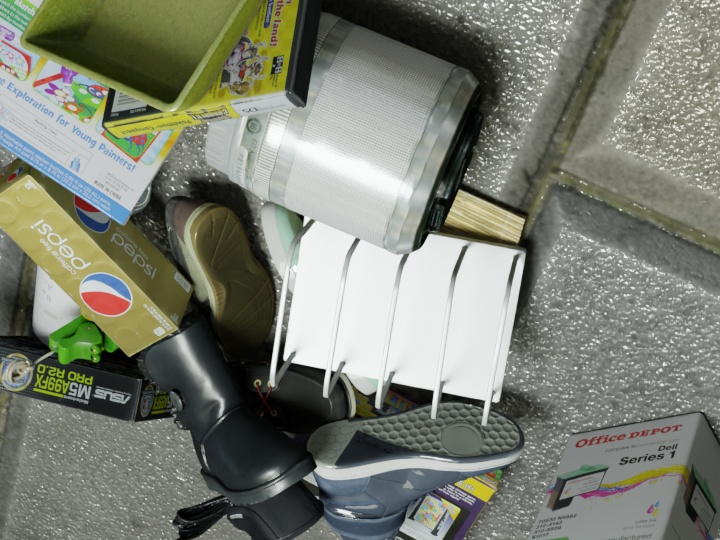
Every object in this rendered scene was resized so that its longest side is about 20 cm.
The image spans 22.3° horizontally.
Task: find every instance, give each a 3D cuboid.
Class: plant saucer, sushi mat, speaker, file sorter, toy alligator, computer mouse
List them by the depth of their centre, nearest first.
[{"bbox_3d":[-0.144,-0.222,1.421,0.199,0.201,0.048,25,170,39],"label":"plant saucer"},{"bbox_3d":[0.032,0.044,1.565,0.198,0.125,0.140,10,104,5],"label":"file sorter"},{"bbox_3d":[0.046,-0.053,1.621,0.198,0.012,0.096,24,132,3],"label":"sushi mat"},{"bbox_3d":[-0.248,0.059,1.721,0.054,0.200,0.060,34,142,19],"label":"toy alligator"},{"bbox_3d":[-0.118,0.228,1.729,0.046,0.140,0.200,63,168,-12],"label":"computer mouse"},{"bbox_3d":[-0.271,-0.013,1.754,0.080,0.081,0.201,21,134,7],"label":"speaker"}]

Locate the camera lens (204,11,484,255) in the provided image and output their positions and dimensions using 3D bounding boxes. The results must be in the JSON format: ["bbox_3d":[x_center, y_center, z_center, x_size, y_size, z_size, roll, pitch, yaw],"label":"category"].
[{"bbox_3d":[-0.009,-0.116,1.489,0.198,0.161,0.161,22,134,5],"label":"camera lens"}]

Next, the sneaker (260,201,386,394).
[{"bbox_3d":[0.000,0.000,1.661,0.118,0.074,0.201,-32,98,16],"label":"sneaker"}]

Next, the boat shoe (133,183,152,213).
[{"bbox_3d":[-0.228,-0.135,1.618,0.062,0.072,0.202,20,134,53],"label":"boat shoe"}]

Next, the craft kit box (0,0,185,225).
[{"bbox_3d":[-0.229,-0.175,1.538,0.199,0.049,0.198,34,93,-5],"label":"craft kit box"}]

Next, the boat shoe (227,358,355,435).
[{"bbox_3d":[-0.084,0.123,1.750,0.200,0.063,0.075,3,101,48],"label":"boat shoe"}]

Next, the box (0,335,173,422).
[{"bbox_3d":[-0.281,0.106,1.816,0.198,0.160,0.045,12,91,14],"label":"box"}]

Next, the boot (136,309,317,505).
[{"bbox_3d":[-0.131,0.123,1.677,0.169,0.076,0.200,64,158,-10],"label":"boot"}]

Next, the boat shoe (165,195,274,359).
[{"bbox_3d":[-0.135,0.002,1.720,0.066,0.072,0.202,35,156,34],"label":"boat shoe"}]

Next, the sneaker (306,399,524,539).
[{"bbox_3d":[0.055,0.199,1.720,0.200,0.077,0.147,-5,134,2],"label":"sneaker"}]

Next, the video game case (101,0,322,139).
[{"bbox_3d":[-0.110,-0.207,1.439,0.179,0.202,0.025,-7,152,29],"label":"video game case"}]

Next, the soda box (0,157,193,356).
[{"bbox_3d":[-0.243,-0.020,1.641,0.067,0.064,0.200,-28,116,30],"label":"soda box"}]

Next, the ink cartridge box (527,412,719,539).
[{"bbox_3d":[0.240,0.230,1.646,0.144,0.201,0.084,-14,119,33],"label":"ink cartridge box"}]

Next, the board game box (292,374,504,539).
[{"bbox_3d":[0.027,0.199,1.817,0.199,0.057,0.166,28,132,0],"label":"board game box"}]
